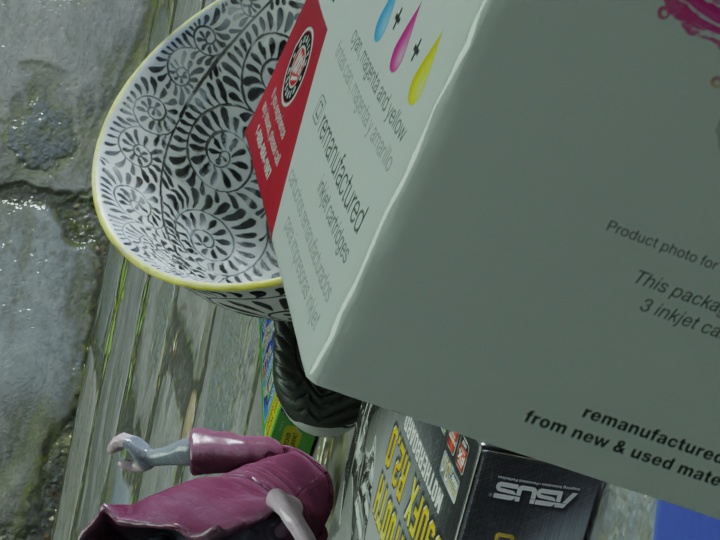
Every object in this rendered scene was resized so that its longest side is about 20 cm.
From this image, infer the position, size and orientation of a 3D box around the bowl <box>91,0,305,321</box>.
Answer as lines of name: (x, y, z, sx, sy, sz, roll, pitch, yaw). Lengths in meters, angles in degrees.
bowl: (-0.015, -0.044, 0.997, 0.094, 0.201, 0.201, 60, -157, -45)

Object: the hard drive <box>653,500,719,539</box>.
hard drive: (0.105, 0.099, 0.558, 0.132, 0.025, 0.200, 139, 140, -72)

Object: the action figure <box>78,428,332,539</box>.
action figure: (-0.058, 0.122, 1.103, 0.149, 0.134, 0.200, -34, 2, 24)

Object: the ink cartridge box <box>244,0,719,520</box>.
ink cartridge box: (0.083, -0.068, 0.457, 0.145, 0.145, 0.200, -108, 40, -66)

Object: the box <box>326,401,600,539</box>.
box: (0.032, 0.103, 0.855, 0.200, 0.048, 0.159, -110, 33, -69)

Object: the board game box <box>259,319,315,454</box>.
board game box: (-0.023, -0.003, 1.266, 0.135, 0.029, 0.200, -94, 18, -53)

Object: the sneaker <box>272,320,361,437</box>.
sneaker: (0.000, 0.000, 1.083, 0.076, 0.075, 0.200, 95, -174, -57)
